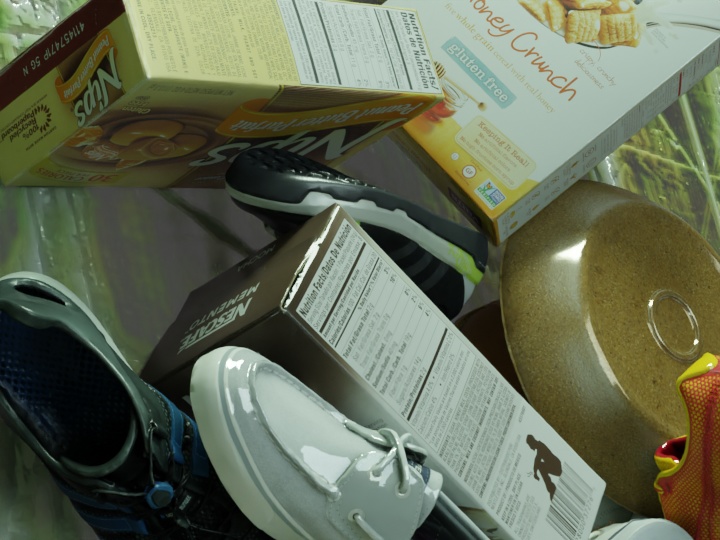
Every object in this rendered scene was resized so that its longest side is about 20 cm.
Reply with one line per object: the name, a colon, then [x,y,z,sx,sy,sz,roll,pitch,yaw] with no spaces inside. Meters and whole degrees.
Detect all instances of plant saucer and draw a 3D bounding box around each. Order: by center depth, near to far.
plant saucer: [0.160,0.035,1.081,0.199,0.035,0.202,21,55,-33]

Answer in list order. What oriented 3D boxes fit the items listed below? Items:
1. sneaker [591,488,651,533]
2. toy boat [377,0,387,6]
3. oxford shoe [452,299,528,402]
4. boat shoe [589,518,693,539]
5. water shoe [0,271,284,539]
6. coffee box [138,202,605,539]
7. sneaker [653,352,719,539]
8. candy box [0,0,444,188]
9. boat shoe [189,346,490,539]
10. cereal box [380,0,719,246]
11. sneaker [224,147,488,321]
sneaker: [0.144,0.092,1.102,0.080,0.074,0.201,59,38,-23]
toy boat: [0.111,-0.169,1.185,0.200,0.130,0.131,42,43,-22]
oxford shoe: [0.102,0.038,1.103,0.072,0.071,0.200,57,41,-7]
boat shoe: [0.086,0.198,0.980,0.072,0.066,0.200,47,69,-15]
water shoe: [-0.098,0.088,0.841,0.200,0.072,0.079,45,4,-8]
coffee box: [0.006,0.080,0.941,0.200,0.113,0.080,45,42,-17]
sneaker: [0.189,0.124,1.023,0.073,0.077,0.201,-33,137,-39]
candy box: [-0.068,-0.085,0.955,0.199,0.115,0.056,-3,71,-47]
boat shoe: [0.006,0.101,0.858,0.200,0.068,0.072,53,30,-22]
cereal box: [0.102,-0.127,1.084,0.200,0.040,0.144,-39,67,-10]
sneaker: [0.000,0.000,0.994,0.199,0.071,0.083,21,92,-51]
